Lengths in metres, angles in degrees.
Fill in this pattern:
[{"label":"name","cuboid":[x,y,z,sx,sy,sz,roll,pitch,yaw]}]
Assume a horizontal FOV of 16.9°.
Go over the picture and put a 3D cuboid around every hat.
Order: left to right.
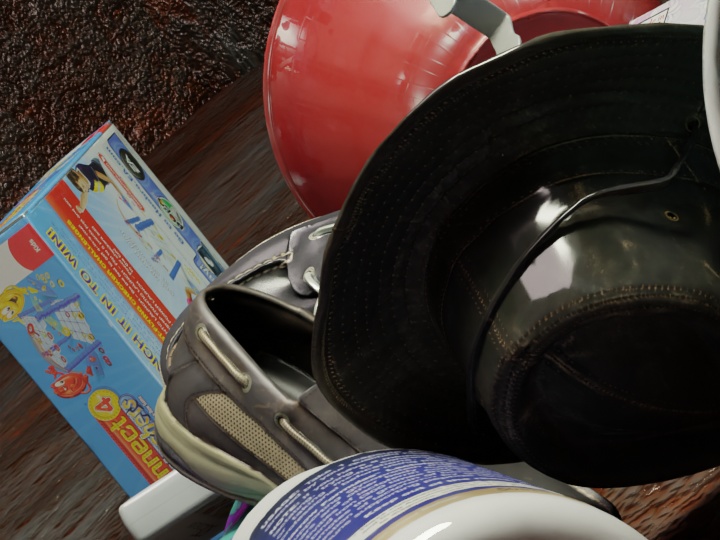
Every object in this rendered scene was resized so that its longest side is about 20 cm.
[{"label":"hat","cuboid":[0.088,0.016,0.747,0.200,0.201,0.081,-37,46,7]}]

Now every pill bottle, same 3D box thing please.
[{"label":"pill bottle","cuboid":[0.020,0.113,0.712,0.116,0.116,0.200,-39,10,-9]}]

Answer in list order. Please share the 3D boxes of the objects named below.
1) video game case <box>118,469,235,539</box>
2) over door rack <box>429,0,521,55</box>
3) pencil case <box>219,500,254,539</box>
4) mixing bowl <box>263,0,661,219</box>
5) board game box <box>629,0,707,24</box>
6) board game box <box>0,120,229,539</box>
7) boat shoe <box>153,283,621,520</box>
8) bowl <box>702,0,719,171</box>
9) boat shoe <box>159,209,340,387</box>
[{"label":"video game case","cuboid":[-0.010,0.067,1.117,0.200,0.023,0.182,-33,-8,-1]},{"label":"over door rack","cuboid":[0.129,-0.083,0.879,0.148,0.066,0.200,-48,48,21]},{"label":"pencil case","cuboid":[-0.027,0.115,0.930,0.085,0.092,0.200,-42,6,30]},{"label":"mixing bowl","cuboid":[0.065,-0.080,1.086,0.200,0.200,0.108,-39,22,-5]},{"label":"board game box","cuboid":[0.165,-0.047,0.923,0.200,0.043,0.200,-27,37,47]},{"label":"board game box","cuboid":[-0.116,0.034,1.323,0.056,0.200,0.196,-36,9,17]},{"label":"boat shoe","cuboid":[0.005,0.060,0.866,0.199,0.074,0.074,20,31,30]},{"label":"bowl","cuboid":[0.193,-0.045,0.682,0.201,0.201,0.105,-38,-11,-4]},{"label":"boat shoe","cuboid":[0.000,0.000,1.002,0.199,0.073,0.063,-26,-13,6]}]
